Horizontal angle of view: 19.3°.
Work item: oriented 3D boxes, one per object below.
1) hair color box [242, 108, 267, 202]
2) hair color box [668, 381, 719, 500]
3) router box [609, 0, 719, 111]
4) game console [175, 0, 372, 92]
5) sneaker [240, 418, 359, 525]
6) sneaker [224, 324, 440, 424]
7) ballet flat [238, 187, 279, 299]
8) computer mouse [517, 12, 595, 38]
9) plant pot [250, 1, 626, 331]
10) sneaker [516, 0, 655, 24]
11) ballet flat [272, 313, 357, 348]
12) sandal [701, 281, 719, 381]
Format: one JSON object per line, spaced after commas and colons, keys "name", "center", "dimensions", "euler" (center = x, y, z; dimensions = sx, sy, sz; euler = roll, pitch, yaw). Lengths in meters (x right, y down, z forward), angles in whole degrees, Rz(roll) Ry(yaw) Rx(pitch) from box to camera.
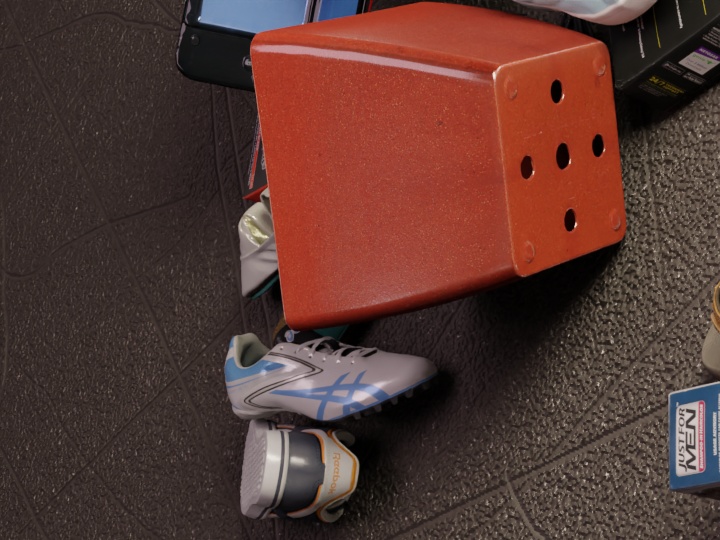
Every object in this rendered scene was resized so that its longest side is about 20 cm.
{"name": "hair color box", "center": [-0.025, -0.117, 1.685], "dimensions": [0.200, 0.061, 0.103], "euler": [-24, 56, 62]}
{"name": "hair color box", "center": [0.271, 0.086, 1.152], "dimensions": [0.199, 0.099, 0.061], "euler": [-19, 64, 51]}
{"name": "router box", "center": [0.226, -0.229, 1.405], "dimensions": [0.149, 0.051, 0.202], "euler": [-35, 47, 43]}
{"name": "game console", "center": [-0.057, -0.234, 1.585], "dimensions": [0.171, 0.119, 0.202], "euler": [12, 91, 12]}
{"name": "sneaker", "center": [-0.048, 0.156, 1.622], "dimensions": [0.200, 0.079, 0.079], "euler": [172, 104, -81]}
{"name": "sneaker", "center": [-0.027, 0.075, 1.590], "dimensions": [0.199, 0.072, 0.073], "euler": [-4, 100, 40]}
{"name": "ballet flat", "center": [-0.060, -0.036, 1.696], "dimensions": [0.200, 0.069, 0.070], "euler": [145, 133, -60]}
{"name": "computer mouse", "center": [0.098, -0.178, 1.577], "dimensions": [0.199, 0.046, 0.142], "euler": [-20, 61, 51]}
{"name": "plant pot", "center": [0.066, -0.076, 1.418], "dimensions": [0.175, 0.199, 0.202], "euler": [0, 102, 40]}
{"name": "sneaker", "center": [0.129, -0.207, 1.399], "dimensions": [0.199, 0.081, 0.075], "euler": [4, 81, 61]}
{"name": "ballet flat", "center": [0.000, 0.000, 1.638], "dimensions": [0.200, 0.067, 0.073], "euler": [-48, 21, 38]}
{"name": "sandal", "center": [0.233, 0.022, 1.223], "dimensions": [0.082, 0.054, 0.200], "euler": [-57, 2, -4]}
